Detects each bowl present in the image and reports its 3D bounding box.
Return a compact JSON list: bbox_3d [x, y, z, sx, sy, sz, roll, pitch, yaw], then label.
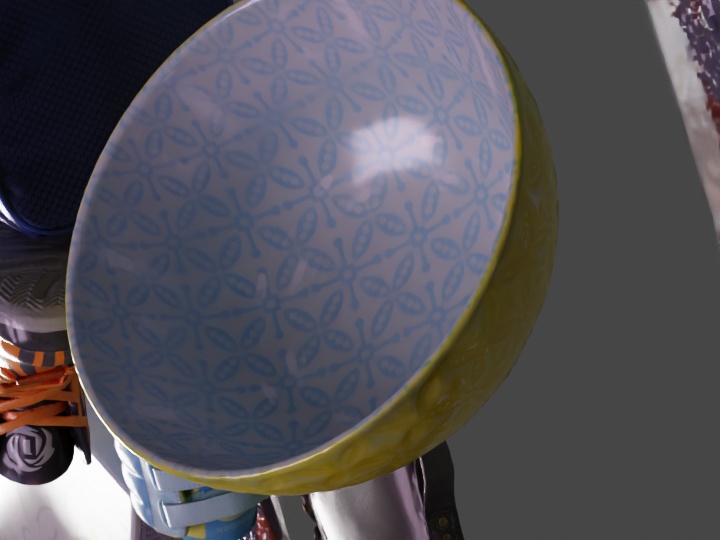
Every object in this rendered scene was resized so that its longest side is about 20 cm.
[{"bbox_3d":[0.000,0.000,0.990,0.200,0.201,0.108,36,-179,42],"label":"bowl"}]

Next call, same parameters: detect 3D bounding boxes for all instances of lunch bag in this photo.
[{"bbox_3d":[-0.141,-0.113,1.138,0.132,0.135,0.201,20,128,53],"label":"lunch bag"}]

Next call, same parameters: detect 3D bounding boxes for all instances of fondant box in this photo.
[{"bbox_3d":[-0.134,0.135,1.376,0.144,0.058,0.201,43,144,36],"label":"fondant box"}]

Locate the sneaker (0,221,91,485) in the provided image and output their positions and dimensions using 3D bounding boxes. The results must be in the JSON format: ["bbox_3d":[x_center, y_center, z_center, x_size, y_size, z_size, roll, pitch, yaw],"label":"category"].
[{"bbox_3d":[-0.134,0.042,1.142,0.200,0.077,0.113,-136,44,-76],"label":"sneaker"}]

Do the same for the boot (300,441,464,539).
[{"bbox_3d":[0.017,0.166,1.157,0.200,0.069,0.175,-36,73,56],"label":"boot"}]

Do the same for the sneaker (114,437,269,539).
[{"bbox_3d":[-0.062,0.058,1.188,0.200,0.079,0.131,-12,98,70],"label":"sneaker"}]
